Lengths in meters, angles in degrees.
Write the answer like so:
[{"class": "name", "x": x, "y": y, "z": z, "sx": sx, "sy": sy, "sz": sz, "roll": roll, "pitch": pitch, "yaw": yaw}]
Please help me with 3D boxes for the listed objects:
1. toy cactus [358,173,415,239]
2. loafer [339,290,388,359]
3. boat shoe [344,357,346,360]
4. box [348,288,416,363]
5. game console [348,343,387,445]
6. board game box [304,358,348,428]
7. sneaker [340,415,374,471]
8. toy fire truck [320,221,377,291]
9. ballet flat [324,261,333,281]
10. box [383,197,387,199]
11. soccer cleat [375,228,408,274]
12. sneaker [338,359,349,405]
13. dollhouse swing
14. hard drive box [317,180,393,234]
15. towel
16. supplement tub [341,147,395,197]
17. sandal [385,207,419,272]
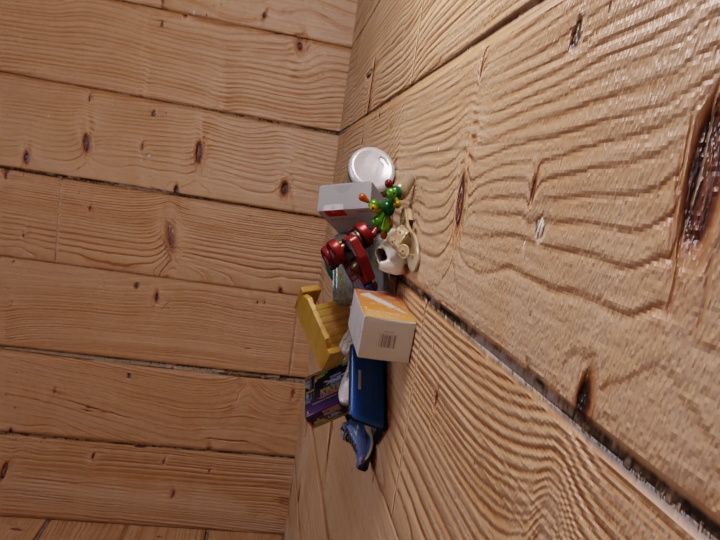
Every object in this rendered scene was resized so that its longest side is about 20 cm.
[{"class": "toy cactus", "x": 0.070, "y": -0.173, "z": 1.468, "sx": 0.166, "sy": 0.101, "sz": 0.201, "roll": -51, "pitch": -16, "yaw": -20}, {"class": "loafer", "x": 0.018, "y": 0.146, "z": 1.583, "sx": 0.202, "sy": 0.069, "sz": 0.070, "roll": -52, "pitch": -39, "yaw": -9}, {"class": "boat shoe", "x": -0.017, "y": 0.260, "z": 1.857, "sx": 0.205, "sy": 0.063, "sz": 0.076, "roll": 108, "pitch": 166, "yaw": -45}, {"class": "box", "x": 0.046, "y": 0.126, "z": 1.402, "sx": 0.200, "sy": 0.121, "sz": 0.100, "roll": -116, "pitch": 35, "yaw": -73}, {"class": "game console", "x": 0.010, "y": 0.317, "z": 1.523, "sx": 0.118, "sy": 0.168, "sz": 0.204, "roll": -35, "pitch": 41, "yaw": 39}, {"class": "board game box", "x": -0.064, "y": 0.340, "z": 1.704, "sx": 0.057, "sy": 0.196, "sz": 0.167, "roll": 60, "pitch": -170, "yaw": -28}, {"class": "sneaker", "x": -0.013, "y": 0.456, "z": 1.610, "sx": 0.201, "sy": 0.086, "sz": 0.080, "roll": -99, "pitch": 18, "yaw": -61}, {"class": "toy fire truck", "x": -0.010, "y": -0.017, "z": 1.538, "sx": 0.171, "sy": 0.111, "sz": 0.200, "roll": 59, "pitch": 164, "yaw": 0}, {"class": "ballet flat", "x": -0.062, "y": 0.009, "z": 1.790, "sx": 0.063, "sy": 0.066, "sz": 0.204, "roll": -92, "pitch": -15, "yaw": -65}, {"class": "box", "x": 0.002, "y": -0.167, "z": 1.802, "sx": 0.201, "sy": 0.133, "sz": 0.041, "roll": 109, "pitch": 170, "yaw": -69}, {"class": "soccer cleat", "x": 0.072, "y": -0.054, "z": 1.518, "sx": 0.201, "sy": 0.075, "sz": 0.071, "roll": -99, "pitch": 20, "yaw": -61}, {"class": "sneaker", "x": -0.016, "y": 0.265, "z": 1.616, "sx": 0.204, "sy": 0.069, "sz": 0.081, "roll": -66, "pitch": -29, "yaw": -28}, {"class": "dollhouse swing", "x": -0.066, "y": 0.145, "z": 1.678, "sx": 0.204, "sy": 0.172, "sz": 0.183, "roll": 64, "pitch": 154, "yaw": 20}, {"class": "hard drive box", "x": -0.010, "y": -0.163, "z": 1.636, "sx": 0.200, "sy": 0.152, "sz": 0.079, "roll": 42, "pitch": -130, "yaw": -62}, {"class": "towel", "x": 0.000, "y": 0.000, "z": 1.666, "sx": 0.048, "sy": 0.167, "sz": 0.206, "roll": -5, "pitch": -84, "yaw": -60}, {"class": "supplement tub", "x": 0.017, "y": -0.263, "z": 1.816, "sx": 0.201, "sy": 0.141, "sz": 0.149, "roll": 119, "pitch": 157, "yaw": -67}, {"class": "sandal", "x": 0.093, "y": -0.077, "z": 1.431, "sx": 0.215, "sy": 0.068, "sz": 0.079, "roll": -93, "pitch": 14, "yaw": -47}]
